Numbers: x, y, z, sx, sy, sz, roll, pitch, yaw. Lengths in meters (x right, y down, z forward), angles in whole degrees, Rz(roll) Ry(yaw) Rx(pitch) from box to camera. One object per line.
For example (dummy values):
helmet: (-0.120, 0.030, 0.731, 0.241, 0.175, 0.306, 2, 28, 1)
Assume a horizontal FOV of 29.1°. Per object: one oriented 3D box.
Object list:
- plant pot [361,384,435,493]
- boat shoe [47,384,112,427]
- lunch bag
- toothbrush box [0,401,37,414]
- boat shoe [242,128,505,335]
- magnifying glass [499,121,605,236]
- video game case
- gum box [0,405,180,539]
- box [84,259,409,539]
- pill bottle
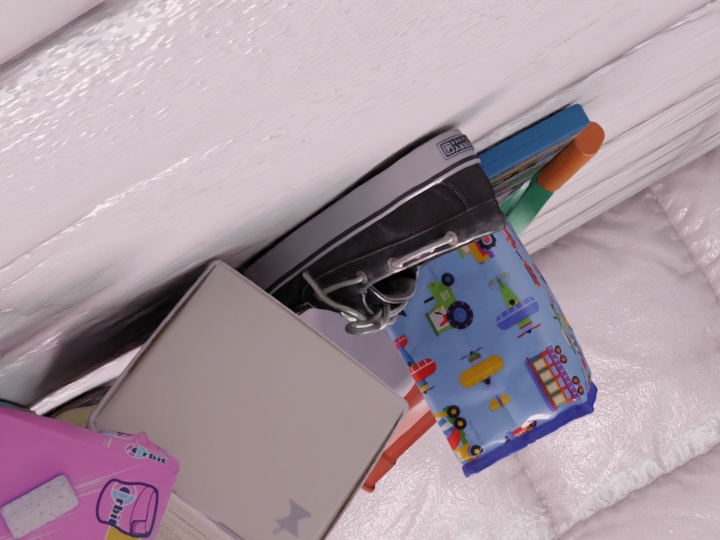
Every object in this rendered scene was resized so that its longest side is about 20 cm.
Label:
plant pot: (0.029, 0.148, 1.797, 0.195, 0.201, 0.201, -39, 174, 4)
boat shoe: (-0.227, 0.150, 0.910, 0.200, 0.074, 0.076, -28, 175, -18)
lunch bag: (0.097, 0.028, 0.912, 0.094, 0.151, 0.200, -31, 174, 21)
toothbrush box: (-0.191, 0.153, 0.742, 0.085, 0.147, 0.200, -29, 174, -9)
boat shoe: (0.002, -0.001, 0.754, 0.199, 0.068, 0.074, -34, 173, 38)
magnifying glass: (0.130, -0.062, 1.002, 0.080, 0.022, 0.200, -60, -176, -19)
video game case: (0.064, -0.047, 0.948, 0.143, 0.018, 0.200, -28, 175, -14)
gum box: (-0.160, 0.152, 0.588, 0.066, 0.113, 0.201, 133, -24, -77)
box: (-0.075, 0.093, 0.759, 0.109, 0.128, 0.200, -54, -176, -20)
pill bottle: (-0.044, 0.086, 1.120, 0.109, 0.109, 0.200, -26, 174, -38)
